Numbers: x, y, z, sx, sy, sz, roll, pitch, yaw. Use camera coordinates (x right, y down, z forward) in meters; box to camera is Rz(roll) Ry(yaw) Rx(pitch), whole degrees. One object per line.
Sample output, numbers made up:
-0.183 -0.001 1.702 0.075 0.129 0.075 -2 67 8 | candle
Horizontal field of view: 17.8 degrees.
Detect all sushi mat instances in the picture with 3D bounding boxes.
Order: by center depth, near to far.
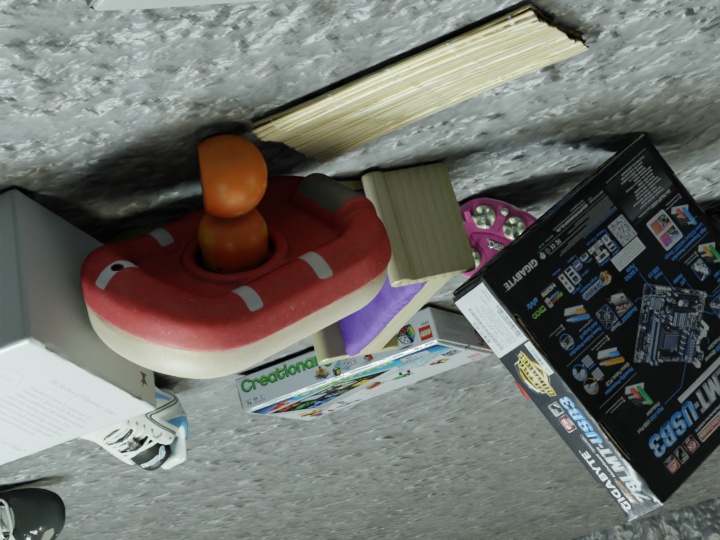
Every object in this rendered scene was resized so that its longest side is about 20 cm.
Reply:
0.036 -0.111 1.402 0.199 0.012 0.096 -22 164 24 | sushi mat

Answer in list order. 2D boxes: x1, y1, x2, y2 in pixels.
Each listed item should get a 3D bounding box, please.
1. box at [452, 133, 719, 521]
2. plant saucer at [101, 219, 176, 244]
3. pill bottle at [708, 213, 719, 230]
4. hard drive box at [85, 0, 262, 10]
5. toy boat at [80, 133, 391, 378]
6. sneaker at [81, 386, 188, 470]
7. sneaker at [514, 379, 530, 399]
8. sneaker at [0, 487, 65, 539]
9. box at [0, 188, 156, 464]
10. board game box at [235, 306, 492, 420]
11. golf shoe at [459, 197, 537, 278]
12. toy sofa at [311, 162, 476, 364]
0.192 0.037 1.597 0.200 0.199 0.050 -40 -177 -35 | box
-0.122 0.010 1.605 0.199 0.031 0.200 -7 156 -3 | plant saucer
0.254 0.013 1.882 0.199 0.107 0.106 -10 164 -18 | pill bottle
-0.022 -0.186 0.949 0.155 0.077 0.200 -7 163 -26 | hard drive box
-0.081 -0.024 1.427 0.199 0.130 0.131 -27 128 -30 | toy boat
-0.193 0.130 1.929 0.072 0.073 0.200 -34 164 10 | sneaker
0.197 0.059 2.093 0.115 0.079 0.200 -28 174 15 | sneaker
-0.383 0.253 2.207 0.199 0.074 0.089 -14 167 -4 | sneaker
-0.257 0.051 1.481 0.199 0.107 0.152 -20 152 20 | box
0.005 0.085 2.043 0.199 0.035 0.126 -21 165 22 | board game box
0.159 0.007 1.699 0.076 0.199 0.092 -59 171 5 | golf shoe
0.000 0.000 1.636 0.097 0.083 0.200 -10 165 -20 | toy sofa
